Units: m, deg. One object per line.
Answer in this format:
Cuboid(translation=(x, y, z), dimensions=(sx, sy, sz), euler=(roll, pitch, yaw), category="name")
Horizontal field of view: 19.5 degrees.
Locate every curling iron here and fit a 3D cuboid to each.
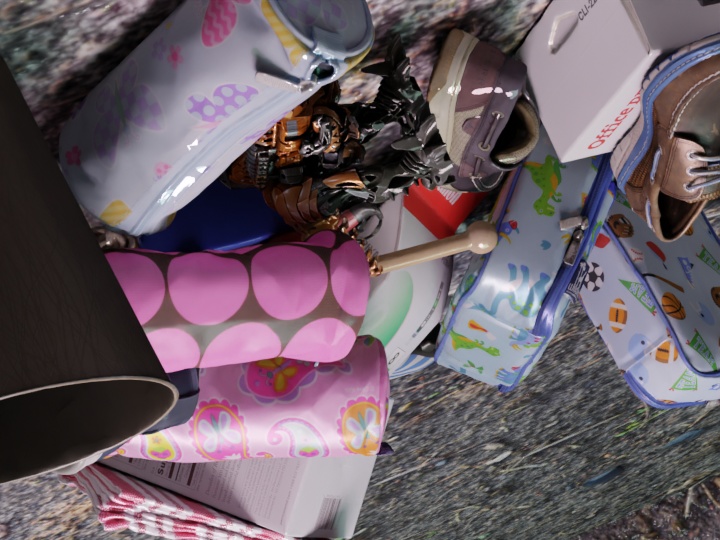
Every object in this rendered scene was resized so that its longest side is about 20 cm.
Cuboid(translation=(-0.065, 0.011, 1.405), dimensions=(0.200, 0.026, 0.050), euler=(-36, 160, -1), category="curling iron")

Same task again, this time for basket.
Cuboid(translation=(-0.203, -0.004, 1.074), dimensions=(0.180, 0.201, 0.136), euler=(-2, 154, -46), category="basket")

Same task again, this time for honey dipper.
Cuboid(translation=(0.000, 0.000, 1.383), dimensions=(0.199, 0.038, 0.038), euler=(-15, 161, -15), category="honey dipper")

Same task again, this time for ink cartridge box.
Cuboid(translation=(0.042, -0.009, 1.500), dimensions=(0.200, 0.050, 0.161), euler=(-46, 161, 2), category="ink cartridge box")
Cuboid(translation=(0.221, -0.155, 1.358), dimensions=(0.199, 0.084, 0.144), euler=(-13, 160, -25), category="ink cartridge box")

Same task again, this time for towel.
Cuboid(translation=(-0.110, 0.180, 1.498), dimensions=(0.199, 0.030, 0.146), euler=(19, 180, -21), category="towel")

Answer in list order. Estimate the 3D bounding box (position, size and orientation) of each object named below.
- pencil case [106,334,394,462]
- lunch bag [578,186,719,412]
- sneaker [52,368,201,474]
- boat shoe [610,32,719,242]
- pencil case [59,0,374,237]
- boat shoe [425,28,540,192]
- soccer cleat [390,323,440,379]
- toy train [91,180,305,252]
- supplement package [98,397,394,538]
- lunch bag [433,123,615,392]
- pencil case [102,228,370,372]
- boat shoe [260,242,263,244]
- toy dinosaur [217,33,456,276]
Cuboid(translation=(-0.077, 0.082, 1.375), dimensions=(0.199, 0.088, 0.088), euler=(-1, 158, -9), category="pencil case")
Cuboid(translation=(0.259, 0.023, 1.731), dimensions=(0.160, 0.201, 0.076), euler=(-5, 152, -45), category="lunch bag")
Cuboid(translation=(-0.187, 0.041, 1.284), dimensions=(0.146, 0.202, 0.077), euler=(-22, 140, -47), category="sneaker")
Cuboid(translation=(0.214, -0.081, 1.304), dimensions=(0.072, 0.073, 0.200), euler=(-18, 161, -11), category="boat shoe")
Cuboid(translation=(-0.080, -0.098, 1.138), dimensions=(0.083, 0.091, 0.200), euler=(-2, 154, -48), category="pencil case")
Cuboid(translation=(0.085, -0.093, 1.368), dimensions=(0.072, 0.064, 0.200), euler=(-64, 165, -15), category="boat shoe")
Cuboid(translation=(-0.002, 0.067, 1.748), dimensions=(0.086, 0.070, 0.200), euler=(-33, 160, 27), category="soccer cleat")
Cuboid(translation=(-0.134, -0.021, 1.331), dimensions=(0.199, 0.085, 0.116), euler=(-15, 175, -22), category="toy train")
Cuboid(translation=(-0.097, 0.110, 1.519), dimensions=(0.199, 0.110, 0.114), euler=(18, 180, 26), category="supplement package")
Cuboid(translation=(0.125, -0.009, 1.561), dimensions=(0.082, 0.161, 0.200), euler=(23, 156, 2), category="lunch bag")
Cuboid(translation=(-0.098, 0.018, 1.216), dimensions=(0.199, 0.094, 0.091), euler=(0, 117, -29), category="pencil case")
Cuboid(translation=(-0.091, 0.006, 1.463), dimensions=(0.198, 0.074, 0.068), euler=(-22, 144, -24), category="boat shoe")
Cuboid(translation=(-0.021, -0.074, 1.263), dimensions=(0.135, 0.103, 0.200), euler=(-22, 156, 1), category="toy dinosaur")
